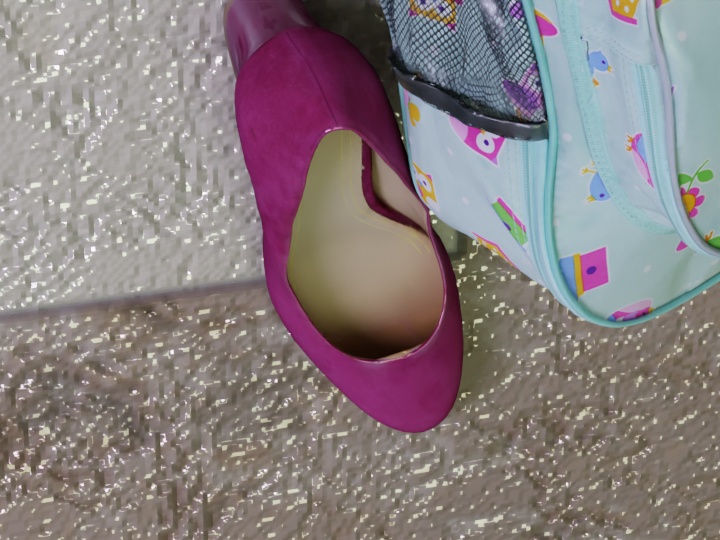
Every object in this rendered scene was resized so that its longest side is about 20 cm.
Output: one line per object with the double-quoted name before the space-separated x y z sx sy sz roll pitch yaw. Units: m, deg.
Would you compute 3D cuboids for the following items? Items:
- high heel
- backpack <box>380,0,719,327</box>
"high heel" 0.000 0.000 1.004 0.067 0.096 0.200 -27 126 0
"backpack" 0.099 -0.083 0.942 0.176 0.153 0.200 -32 140 -29
